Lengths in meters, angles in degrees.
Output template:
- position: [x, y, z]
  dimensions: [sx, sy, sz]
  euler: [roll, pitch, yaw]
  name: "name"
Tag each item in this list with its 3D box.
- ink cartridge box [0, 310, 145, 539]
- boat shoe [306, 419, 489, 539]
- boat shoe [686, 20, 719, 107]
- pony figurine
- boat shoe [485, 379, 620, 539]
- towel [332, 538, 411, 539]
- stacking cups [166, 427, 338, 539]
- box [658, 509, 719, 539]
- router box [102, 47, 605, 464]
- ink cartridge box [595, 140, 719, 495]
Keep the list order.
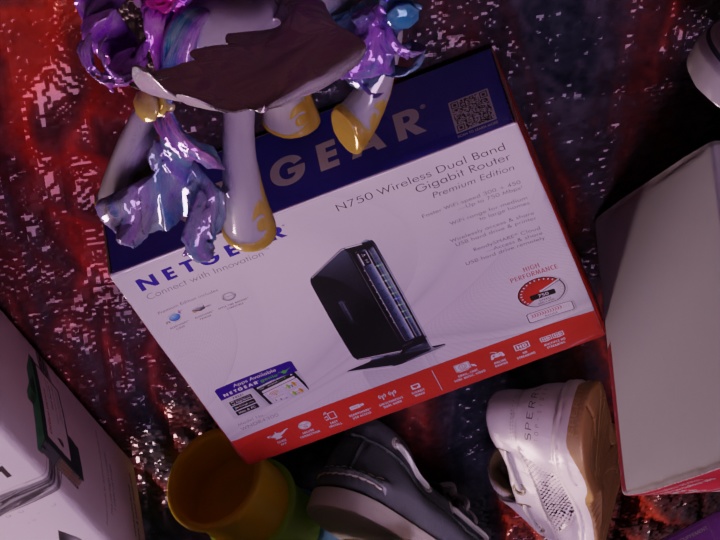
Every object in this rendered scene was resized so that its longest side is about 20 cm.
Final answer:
- position: [-0.213, 0.103, 1.020]
  dimensions: [0.145, 0.085, 0.200]
  euler: [-21, 142, 8]
  name: "ink cartridge box"
- position: [0.047, 0.145, 1.167]
  dimensions: [0.072, 0.062, 0.200]
  euler: [-3, 151, 40]
  name: "boat shoe"
- position: [0.241, -0.101, 0.924]
  dimensions: [0.198, 0.072, 0.066]
  euler: [3, 135, -21]
  name: "boat shoe"
- position: [-0.050, -0.096, 0.798]
  dimensions: [0.192, 0.166, 0.201]
  euler: [-30, 150, -36]
  name: "pony figurine"
- position: [0.106, 0.110, 1.152]
  dimensions: [0.069, 0.071, 0.200]
  euler: [7, 153, 15]
  name: "boat shoe"
- position: [-0.077, 0.184, 1.092]
  dimensions: [0.199, 0.037, 0.148]
  euler: [-28, 158, 28]
  name: "towel"
- position: [-0.035, 0.159, 1.164]
  dimensions: [0.060, 0.061, 0.200]
  euler: [-25, 140, 14]
  name: "stacking cups"
- position: [0.217, 0.198, 1.270]
  dimensions: [0.136, 0.039, 0.200]
  euler: [-30, 154, 18]
  name: "box"
- position: [0.000, 0.000, 0.988]
  dimensions: [0.199, 0.049, 0.180]
  euler: [-21, 141, 8]
  name: "router box"
- position: [0.235, 0.025, 0.982]
  dimensions: [0.198, 0.147, 0.145]
  euler: [-1, 167, -16]
  name: "ink cartridge box"
